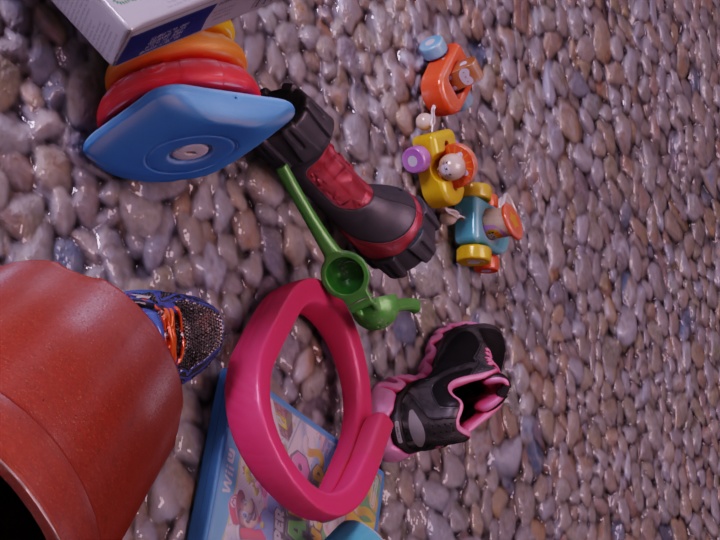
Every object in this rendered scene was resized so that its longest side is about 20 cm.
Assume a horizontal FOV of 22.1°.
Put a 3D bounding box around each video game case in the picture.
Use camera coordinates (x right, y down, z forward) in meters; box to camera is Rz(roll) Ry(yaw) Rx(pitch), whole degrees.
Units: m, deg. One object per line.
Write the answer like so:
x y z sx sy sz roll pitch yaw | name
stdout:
-0.049 0.174 1.314 0.200 0.018 0.144 40 51 -46 | video game case

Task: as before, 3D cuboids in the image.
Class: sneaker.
-0.143 0.048 1.138 0.200 0.078 0.076 -9 91 -58 | sneaker
0.086 0.094 1.479 0.200 0.095 0.079 -39 114 -56 | sneaker

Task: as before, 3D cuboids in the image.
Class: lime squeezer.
0.000 0.000 1.363 0.200 0.038 0.071 44 44 -43 | lime squeezer

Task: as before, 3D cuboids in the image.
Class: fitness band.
-0.036 0.092 1.310 0.144 0.037 0.200 58 28 -20 | fitness band

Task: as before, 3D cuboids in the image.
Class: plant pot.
-0.195 0.102 0.954 0.202 0.200 0.195 69 25 -19 | plant pot

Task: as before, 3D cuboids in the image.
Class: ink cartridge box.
-0.146 -0.235 1.168 0.200 0.041 0.199 49 44 11 | ink cartridge box

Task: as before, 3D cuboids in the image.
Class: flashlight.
-0.011 -0.068 1.382 0.068 0.068 0.200 -51 139 -7 | flashlight

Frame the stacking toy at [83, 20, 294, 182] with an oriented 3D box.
-0.129 -0.167 1.210 0.116 0.110 0.201 3 68 -42 | stacking toy

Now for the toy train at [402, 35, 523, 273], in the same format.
0.101 -0.097 1.586 0.201 0.055 0.150 62 37 -27 | toy train

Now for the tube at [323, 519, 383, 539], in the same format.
-0.055 0.250 1.246 0.200 0.050 0.078 -43 115 -34 | tube
